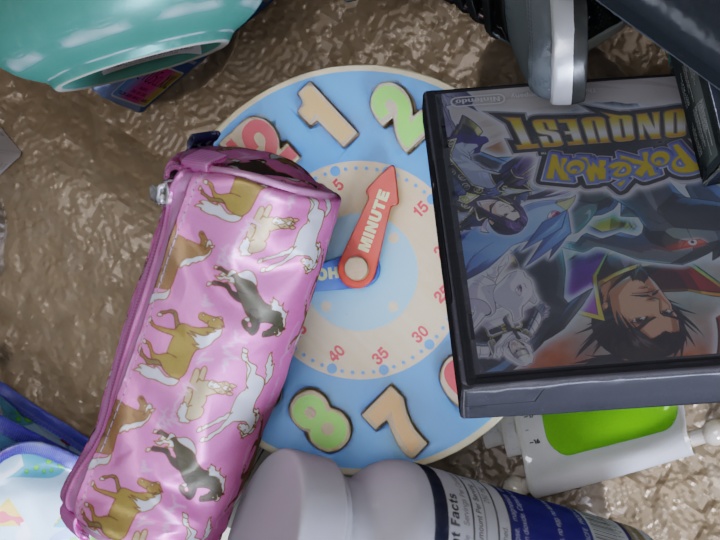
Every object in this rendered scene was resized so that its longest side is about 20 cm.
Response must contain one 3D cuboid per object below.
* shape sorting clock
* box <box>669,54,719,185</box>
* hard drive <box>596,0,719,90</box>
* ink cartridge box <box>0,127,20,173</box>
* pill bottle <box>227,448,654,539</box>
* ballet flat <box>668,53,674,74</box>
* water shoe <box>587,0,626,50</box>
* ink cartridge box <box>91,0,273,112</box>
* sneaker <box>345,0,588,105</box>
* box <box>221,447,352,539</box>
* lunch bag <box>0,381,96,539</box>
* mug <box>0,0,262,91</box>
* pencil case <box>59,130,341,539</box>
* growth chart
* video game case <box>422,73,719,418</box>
[{"bbox_3d":[0.000,0.000,1.036,0.199,0.039,0.202,0,89,8],"label":"shape sorting clock"},{"bbox_3d":[0.212,-0.151,0.968,0.158,0.046,0.201,-10,77,-7],"label":"box"},{"bbox_3d":[0.200,-0.132,0.911,0.200,0.033,0.140,36,83,-2],"label":"hard drive"},{"bbox_3d":[-0.280,-0.047,1.076,0.145,0.200,0.084,-43,82,8],"label":"ink cartridge box"},{"bbox_3d":[0.041,0.156,1.015,0.199,0.116,0.116,18,93,-19],"label":"pill bottle"},{"bbox_3d":[0.239,-0.147,1.025,0.200,0.068,0.075,-42,47,-5],"label":"ballet flat"},{"bbox_3d":[0.142,-0.188,1.057,0.200,0.079,0.072,-45,82,7],"label":"water shoe"},{"bbox_3d":[-0.089,-0.200,1.106,0.200,0.076,0.137,-39,83,7],"label":"ink cartridge box"},{"bbox_3d":[0.037,-0.150,1.013,0.120,0.084,0.201,-7,45,-5],"label":"sneaker"},{"bbox_3d":[-0.042,0.075,1.095,0.082,0.068,0.202,-1,89,9],"label":"box"},{"bbox_3d":[-0.221,0.143,1.108,0.199,0.127,0.171,31,93,-3],"label":"lunch bag"},{"bbox_3d":[-0.106,-0.153,0.984,0.184,0.152,0.115,-14,92,44],"label":"mug"},{"bbox_3d":[-0.077,0.040,0.995,0.086,0.083,0.201,20,102,8],"label":"pencil case"},{"bbox_3d":[0.094,0.018,1.080,0.144,0.018,0.201,-28,84,26],"label":"growth chart"},{"bbox_3d":[0.134,-0.018,0.958,0.198,0.026,0.182,-4,50,-2],"label":"video game case"}]
